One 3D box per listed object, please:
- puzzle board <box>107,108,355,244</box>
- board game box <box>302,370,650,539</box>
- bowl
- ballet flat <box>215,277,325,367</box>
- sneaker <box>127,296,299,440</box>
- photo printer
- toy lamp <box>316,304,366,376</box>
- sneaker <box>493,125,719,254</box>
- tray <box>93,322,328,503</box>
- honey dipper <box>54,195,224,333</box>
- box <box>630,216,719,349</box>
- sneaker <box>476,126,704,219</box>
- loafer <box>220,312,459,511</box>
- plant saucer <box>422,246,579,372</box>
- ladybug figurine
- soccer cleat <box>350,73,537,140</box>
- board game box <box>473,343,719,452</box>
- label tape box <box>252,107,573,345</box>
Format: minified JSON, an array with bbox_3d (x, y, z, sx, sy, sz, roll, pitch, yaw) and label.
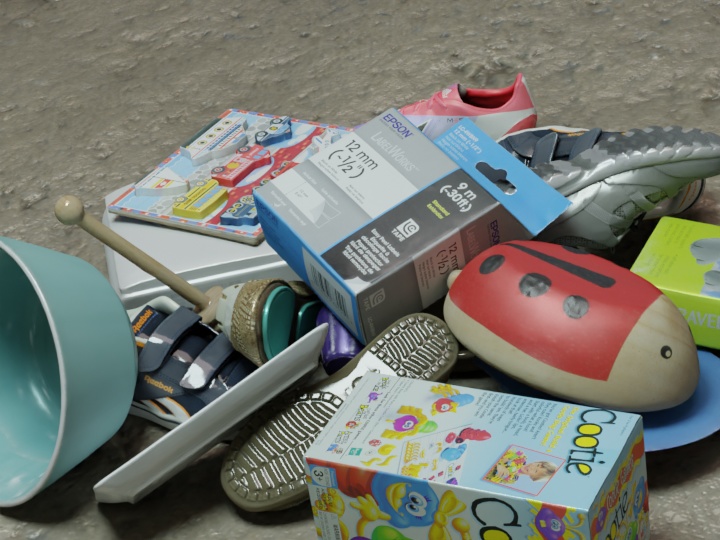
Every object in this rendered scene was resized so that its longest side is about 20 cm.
[{"bbox_3d":[-0.102,-0.088,1.649,0.149,0.018,0.200,12,34,26],"label":"puzzle board"},{"bbox_3d":[0.078,0.149,1.263,0.198,0.104,0.105,8,35,27],"label":"board game box"},{"bbox_3d":[-0.239,0.065,1.428,0.104,0.203,0.200,-11,24,-44],"label":"bowl"},{"bbox_3d":[-0.074,0.038,1.457,0.065,0.071,0.200,11,-2,13],"label":"ballet flat"},{"bbox_3d":[-0.139,0.072,1.473,0.198,0.080,0.079,9,34,24],"label":"sneaker"},{"bbox_3d":[-0.135,-0.024,1.634,0.164,0.070,0.201,-12,31,-5],"label":"photo printer"},{"bbox_3d":[0.000,0.000,1.501,0.058,0.059,0.201,-1,48,13],"label":"toy lamp"},{"bbox_3d":[0.200,-0.057,1.525,0.198,0.083,0.075,-17,17,7],"label":"sneaker"},{"bbox_3d":[-0.102,0.109,1.373,0.199,0.022,0.107,-35,-7,-12],"label":"tray"},{"bbox_3d":[-0.157,-0.001,1.495,0.038,0.200,0.038,-32,37,29],"label":"honey dipper"},{"bbox_3d":[0.305,0.020,1.437,0.198,0.048,0.122,11,29,19],"label":"box"},{"bbox_3d":[0.185,-0.081,1.604,0.198,0.079,0.079,-1,3,13],"label":"sneaker"},{"bbox_3d":[-0.009,0.112,1.385,0.199,0.068,0.076,-33,62,-9],"label":"loafer"},{"bbox_3d":[0.087,0.022,1.541,0.198,0.030,0.201,-7,32,5],"label":"plant saucer"},{"bbox_3d":[0.149,0.033,1.365,0.198,0.073,0.136,21,30,22],"label":"ladybug figurine"},{"bbox_3d":[0.062,-0.134,1.754,0.198,0.077,0.067,-6,31,5],"label":"soccer cleat"},{"bbox_3d":[0.182,0.089,1.399,0.157,0.039,0.200,-17,34,-27],"label":"board game box"},{"bbox_3d":[0.040,-0.052,1.457,0.199,0.066,0.143,-33,50,-15],"label":"label tape box"}]
